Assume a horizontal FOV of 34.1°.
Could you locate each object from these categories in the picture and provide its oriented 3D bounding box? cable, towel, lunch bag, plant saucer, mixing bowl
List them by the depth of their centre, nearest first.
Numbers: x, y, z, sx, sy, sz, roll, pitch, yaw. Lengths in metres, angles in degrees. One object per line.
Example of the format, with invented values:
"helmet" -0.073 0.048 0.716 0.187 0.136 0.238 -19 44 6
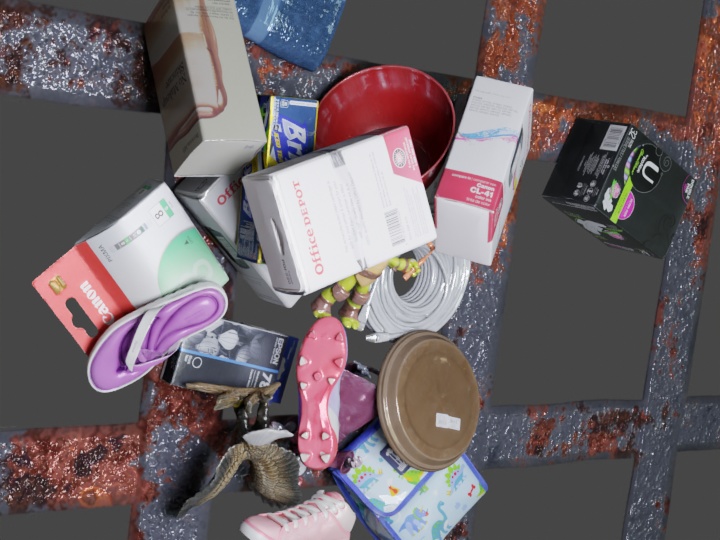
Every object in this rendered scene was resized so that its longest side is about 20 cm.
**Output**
"towel" -0.114 -0.342 1.506 0.199 0.048 0.113 23 86 -37
"mixing bowl" 0.037 -0.163 1.585 0.201 0.199 0.109 -52 153 -16
"plant saucer" 0.103 0.183 1.663 0.199 0.029 0.203 10 75 -41
"cable" 0.068 0.006 1.698 0.198 0.069 0.203 8 95 -38
"lunch bag" 0.066 0.304 1.729 0.170 0.127 0.201 -43 110 -21

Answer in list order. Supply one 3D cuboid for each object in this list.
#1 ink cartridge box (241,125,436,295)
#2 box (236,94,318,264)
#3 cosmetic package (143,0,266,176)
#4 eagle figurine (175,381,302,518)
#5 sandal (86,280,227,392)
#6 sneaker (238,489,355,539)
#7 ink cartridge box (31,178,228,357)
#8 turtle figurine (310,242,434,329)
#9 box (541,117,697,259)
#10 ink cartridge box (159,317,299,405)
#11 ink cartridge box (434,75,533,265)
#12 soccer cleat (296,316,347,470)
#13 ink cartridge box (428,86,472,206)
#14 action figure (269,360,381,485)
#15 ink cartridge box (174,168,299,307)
"ink cartridge box" -0.024 -0.073 1.392 0.199 0.084 0.147 -23 104 -30
"box" -0.102 -0.111 1.429 0.069 0.064 0.203 1 99 -34
"cosmetic package" -0.187 -0.222 1.391 0.086 0.103 0.202 -4 70 -34
"eagle figurine" -0.152 0.245 1.540 0.151 0.150 0.202 -27 127 -67
"sandal" -0.253 0.082 1.452 0.202 0.050 0.083 -37 122 -4
"sneaker" -0.082 0.350 1.652 0.199 0.075 0.106 29 87 -44
"ink cartridge box" -0.281 0.011 1.457 0.200 0.050 0.162 -45 122 -23
"turtle figurine" 0.000 0.000 1.552 0.199 0.065 0.162 3 131 -54
"box" 0.419 -0.132 1.891 0.199 0.124 0.150 31 82 -37
"ink cartridge box" -0.164 0.120 1.570 0.199 0.039 0.101 16 89 -38
"ink cartridge box" 0.163 -0.132 1.554 0.148 0.085 0.202 79 30 -62
"soccer cleat" -0.052 0.162 1.552 0.066 0.076 0.203 3 87 2
"ink cartridge box" 0.130 -0.170 1.653 0.200 0.056 0.164 11 94 -72
"action figure" -0.050 0.215 1.656 0.134 0.149 0.201 39 95 -5
"ink cartridge box" -0.121 -0.076 1.522 0.148 0.085 0.201 -48 121 -19
